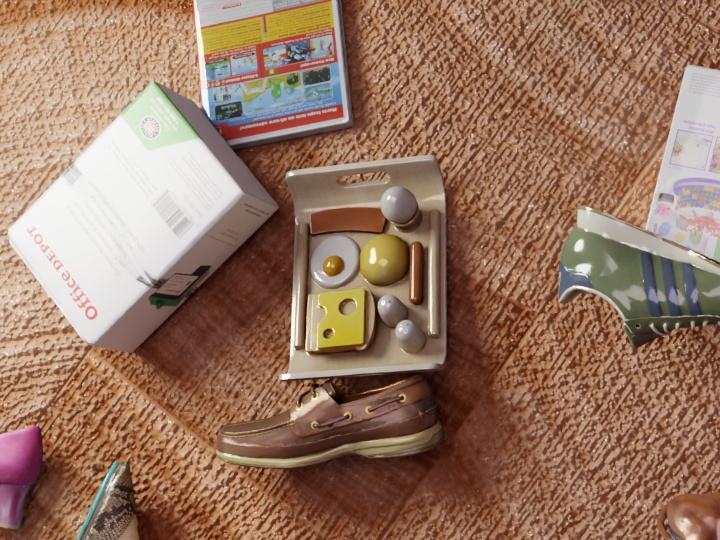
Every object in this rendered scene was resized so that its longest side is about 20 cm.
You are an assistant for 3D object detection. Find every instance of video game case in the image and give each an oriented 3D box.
[{"bbox_3d":[-0.085,-0.218,1.790,0.142,0.017,0.202,-10,75,14],"label":"video game case"}]

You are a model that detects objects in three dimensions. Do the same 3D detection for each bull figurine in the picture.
[{"bbox_3d":[0.332,0.218,1.530,0.198,0.065,0.122,-5,43,23],"label":"bull figurine"}]

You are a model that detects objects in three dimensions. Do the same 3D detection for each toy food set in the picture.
[{"bbox_3d":[0.000,0.000,1.678,0.142,0.060,0.202,-6,64,15],"label":"toy food set"}]

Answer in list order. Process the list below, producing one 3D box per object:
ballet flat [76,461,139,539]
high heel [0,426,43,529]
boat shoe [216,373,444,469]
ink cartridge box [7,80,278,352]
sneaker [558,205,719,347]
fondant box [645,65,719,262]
[{"bbox_3d":[-0.240,0.267,1.710,0.075,0.068,0.201,35,95,-1],"label":"ballet flat"},{"bbox_3d":[-0.388,0.165,1.764,0.198,0.067,0.097,15,92,14],"label":"high heel"},{"bbox_3d":[-0.029,0.127,1.658,0.198,0.072,0.068,-7,100,10],"label":"boat shoe"},{"bbox_3d":[-0.198,-0.045,1.742,0.200,0.084,0.146,-43,69,11],"label":"ink cartridge box"},{"bbox_3d":[0.249,0.025,1.553,0.199,0.067,0.090,25,94,21],"label":"sneaker"},{"bbox_3d":[0.322,-0.059,1.609,0.143,0.058,0.202,13,81,19],"label":"fondant box"}]
